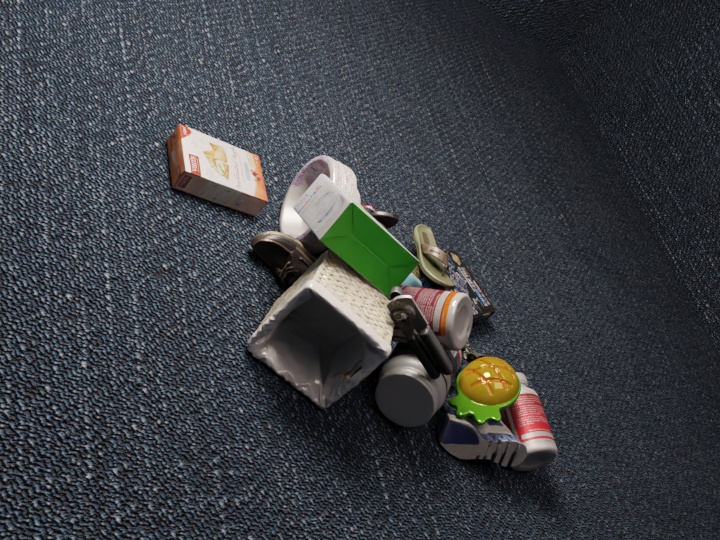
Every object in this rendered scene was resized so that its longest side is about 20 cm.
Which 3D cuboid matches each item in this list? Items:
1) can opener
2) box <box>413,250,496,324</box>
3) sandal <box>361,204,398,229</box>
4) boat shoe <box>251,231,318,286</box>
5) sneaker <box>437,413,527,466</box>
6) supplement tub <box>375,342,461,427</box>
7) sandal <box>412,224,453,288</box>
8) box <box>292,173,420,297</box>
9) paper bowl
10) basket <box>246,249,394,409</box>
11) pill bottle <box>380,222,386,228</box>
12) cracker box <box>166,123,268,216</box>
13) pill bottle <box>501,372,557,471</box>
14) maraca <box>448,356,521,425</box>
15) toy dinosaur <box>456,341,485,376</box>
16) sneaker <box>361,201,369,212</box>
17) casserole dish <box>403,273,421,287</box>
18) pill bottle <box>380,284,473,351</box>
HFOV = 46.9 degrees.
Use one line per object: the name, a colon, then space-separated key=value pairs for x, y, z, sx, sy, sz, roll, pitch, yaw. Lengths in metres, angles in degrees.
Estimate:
can opener: x=0.112 y=0.113 z=1.550 sx=0.200 sy=0.053 sz=0.067 roll=57 pitch=23 yaw=-29
box: x=0.225 y=0.047 z=2.063 sx=0.198 sy=0.050 sz=0.201 roll=-9 pitch=63 yaw=-54
sandal: x=-0.005 y=-0.116 z=1.824 sx=0.075 sy=0.199 sz=0.045 roll=32 pitch=61 yaw=-46
boat shoe: x=-0.132 y=-0.008 z=1.675 sx=0.199 sy=0.074 sz=0.074 roll=31 pitch=37 yaw=-24
sneaker: x=0.248 y=0.346 z=1.769 sx=0.198 sy=0.081 sz=0.115 roll=20 pitch=17 yaw=-16
supplement tub: x=0.118 y=0.209 z=1.686 sx=0.140 sy=0.140 sz=0.200 roll=46 pitch=33 yaw=-4
sandal: x=0.177 y=-0.041 z=2.007 sx=0.079 sy=0.057 sz=0.202 roll=16 pitch=44 yaw=-39
box: x=-0.009 y=-0.071 z=1.580 sx=0.200 sy=0.097 sz=0.176 roll=39 pitch=4 yaw=-33
paper bowl: x=-0.077 y=-0.131 z=1.746 sx=0.104 sy=0.201 sz=0.201 roll=25 pitch=39 yaw=-31
basket: x=-0.065 y=0.104 z=1.530 sx=0.200 sy=0.198 sz=0.161 roll=40 pitch=30 yaw=-12
pill bottle: x=0.000 y=0.000 z=1.762 sx=0.111 sy=0.111 sz=0.201 roll=21 pitch=60 yaw=-36
cracker box: x=-0.293 y=-0.204 z=1.700 sx=0.199 sy=0.058 sz=0.135 roll=17 pitch=44 yaw=-38
pill bottle: x=0.361 y=0.337 z=1.867 sx=0.112 sy=0.112 sz=0.201 roll=20 pitch=43 yaw=-37
maraca: x=0.264 y=0.256 z=1.759 sx=0.136 sy=0.108 sz=0.200 roll=14 pitch=35 yaw=23
toy dinosaur: x=0.193 y=0.166 z=1.861 sx=0.199 sy=0.102 sz=0.136 roll=8 pitch=46 yaw=-48
sneaker: x=-0.046 y=-0.147 z=1.920 sx=0.076 sy=0.076 sz=0.200 roll=-3 pitch=41 yaw=-40
casserole dish: x=0.071 y=-0.014 z=1.883 sx=0.200 sy=0.039 sz=0.121 roll=45 pitch=2 yaw=25
pill bottle: x=0.111 y=0.089 z=1.640 sx=0.114 sy=0.199 sz=0.115 roll=-22 pitch=115 yaw=-58
